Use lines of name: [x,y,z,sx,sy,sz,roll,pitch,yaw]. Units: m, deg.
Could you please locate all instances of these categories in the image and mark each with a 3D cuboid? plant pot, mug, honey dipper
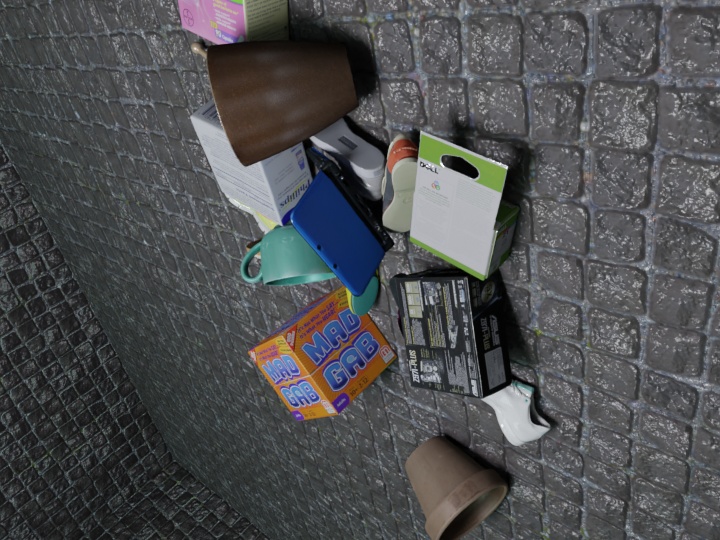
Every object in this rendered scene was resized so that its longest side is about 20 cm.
plant pot: [0.189,0.462,1.281,0.175,0.200,0.201,48,149,35]
plant pot: [-0.109,-0.278,0.916,0.187,0.199,0.188,-14,-90,-87]
mug: [-0.141,-0.036,1.191,0.152,0.184,0.115,159,105,-65]
honey dipper: [-0.258,-0.384,1.140,0.200,0.038,0.038,39,144,18]

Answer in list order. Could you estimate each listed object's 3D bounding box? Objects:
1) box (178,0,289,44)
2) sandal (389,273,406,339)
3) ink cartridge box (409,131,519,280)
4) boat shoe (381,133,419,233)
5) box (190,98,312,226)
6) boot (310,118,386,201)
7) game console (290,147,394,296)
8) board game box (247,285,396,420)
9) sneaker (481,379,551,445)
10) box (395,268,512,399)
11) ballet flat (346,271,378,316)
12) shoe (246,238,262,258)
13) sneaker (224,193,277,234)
box: [-0.212,-0.476,0.951,0.176,0.097,0.200,33,141,26]
sandal: [0.098,0.103,1.159,0.075,0.048,0.201,-3,118,50]
ink cartridge box: [0.158,-0.106,0.879,0.148,0.076,0.200,31,139,28]
boat shoe: [0.067,-0.135,0.969,0.200,0.071,0.063,89,170,-59]
box: [-0.200,-0.216,1.133,0.184,0.105,0.200,30,152,28]
boot: [-0.032,-0.198,1.020,0.200,0.073,0.096,46,159,25]
game console: [-0.045,-0.084,0.997,0.200,0.118,0.171,51,177,-33]
board game box: [-0.087,0.187,1.314,0.200,0.200,0.200,54,145,-5]
sneaker: [0.267,0.217,1.066,0.088,0.075,0.200,-35,93,38]
box: [0.157,0.101,1.004,0.164,0.086,0.201,-3,97,50]
ballet flat: [0.000,0.000,1.179,0.067,0.067,0.200,51,149,40]
shoe: [-0.188,-0.030,1.349,0.200,0.070,0.054,14,123,39]
sneaker: [-0.213,-0.160,1.269,0.200,0.078,0.090,42,137,4]
